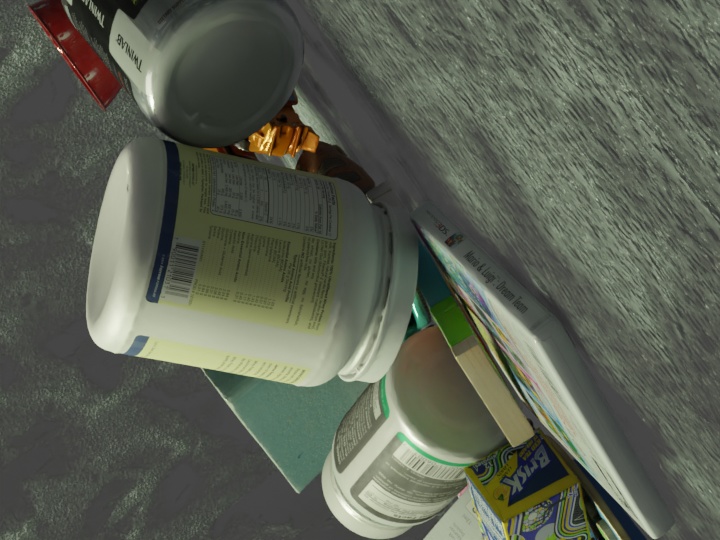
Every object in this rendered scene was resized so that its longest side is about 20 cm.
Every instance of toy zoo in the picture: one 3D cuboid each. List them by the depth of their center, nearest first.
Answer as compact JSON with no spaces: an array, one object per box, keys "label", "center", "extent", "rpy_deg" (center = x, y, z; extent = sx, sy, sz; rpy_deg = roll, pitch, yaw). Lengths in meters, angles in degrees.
[{"label":"toy zoo","center":[0.059,0.021,1.317],"extent":[0.131,0.020,0.201],"rpy_deg":[56,-175,-49]}]

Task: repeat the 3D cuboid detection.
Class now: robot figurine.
[{"label":"robot figurine","center":[-0.095,-0.120,1.447],"extent":[0.201,0.058,0.146],"rpy_deg":[-119,40,-51]}]

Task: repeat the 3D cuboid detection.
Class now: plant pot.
[{"label":"plant pot","center":[-0.059,0.042,1.685],"extent":[0.196,0.199,0.197],"rpy_deg":[49,173,36]}]

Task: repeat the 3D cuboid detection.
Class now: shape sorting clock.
[{"label":"shape sorting clock","center":[0.196,0.217,1.428],"extent":[0.201,0.039,0.200],"rpy_deg":[53,175,7]}]

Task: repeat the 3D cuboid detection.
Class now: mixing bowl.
[{"label":"mixing bowl","center":[-0.415,-0.360,2.810],"extent":[0.201,0.108,0.200],"rpy_deg":[53,176,5]}]

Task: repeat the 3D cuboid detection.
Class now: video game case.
[{"label":"video game case","center":[0.118,0.063,1.188],"extent":[0.201,0.024,0.182],"rpy_deg":[56,175,-35]}]

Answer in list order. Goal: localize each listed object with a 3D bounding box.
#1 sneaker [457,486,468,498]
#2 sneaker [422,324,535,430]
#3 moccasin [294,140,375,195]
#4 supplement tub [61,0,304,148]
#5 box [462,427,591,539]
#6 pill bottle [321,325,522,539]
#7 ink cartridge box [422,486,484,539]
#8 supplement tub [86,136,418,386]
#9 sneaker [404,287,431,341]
[{"label":"sneaker","center":[0.104,0.145,1.704],"extent":[0.087,0.080,0.201],"rpy_deg":[-111,-3,-60]},{"label":"sneaker","center":[0.112,0.125,1.532],"extent":[0.200,0.078,0.090],"rpy_deg":[52,157,-21]},{"label":"moccasin","center":[-0.028,-0.049,1.489],"extent":[0.078,0.073,0.202],"rpy_deg":[54,175,16]},{"label":"supplement tub","center":[-0.133,-0.184,1.261],"extent":[0.200,0.122,0.123],"rpy_deg":[48,173,42]},{"label":"box","center":[0.138,0.216,1.401],"extent":[0.064,0.070,0.201],"rpy_deg":[55,167,42]},{"label":"pill bottle","center":[0.042,0.136,1.449],"extent":[0.113,0.113,0.200],"rpy_deg":[52,147,11]},{"label":"ink cartridge box","center":[0.086,0.271,1.494],"extent":[0.050,0.200,0.161],"rpy_deg":[42,-176,38]},{"label":"supplement tub","center":[-0.074,-0.001,1.222],"extent":[0.198,0.146,0.145],"rpy_deg":[11,-171,-17]},{"label":"sneaker","center":[0.000,0.000,1.378],"extent":[0.200,0.077,0.092],"rpy_deg":[23,-146,-58]}]
